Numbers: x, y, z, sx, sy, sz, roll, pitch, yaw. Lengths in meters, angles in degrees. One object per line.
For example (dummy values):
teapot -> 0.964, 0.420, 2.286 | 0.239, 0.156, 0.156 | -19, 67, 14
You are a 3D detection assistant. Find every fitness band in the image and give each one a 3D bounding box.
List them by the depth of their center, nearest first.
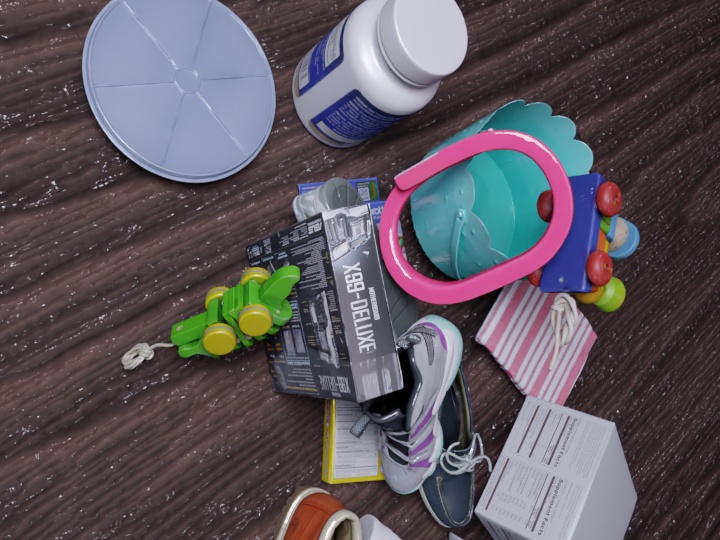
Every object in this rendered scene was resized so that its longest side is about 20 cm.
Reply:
fitness band -> 0.109, -0.051, 0.650 | 0.146, 0.197, 0.037 | 65, 20, -3

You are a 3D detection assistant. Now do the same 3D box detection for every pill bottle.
pill bottle -> 0.018, -0.215, 0.702 | 0.117, 0.199, 0.123 | 4, 82, -31

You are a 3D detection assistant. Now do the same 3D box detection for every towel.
towel -> 0.236, 0.090, 0.882 | 0.200, 0.030, 0.148 | 46, 67, -27

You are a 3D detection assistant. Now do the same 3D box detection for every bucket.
bucket -> 0.164, -0.080, 0.769 | 0.203, 0.134, 0.213 | 4, 82, -30

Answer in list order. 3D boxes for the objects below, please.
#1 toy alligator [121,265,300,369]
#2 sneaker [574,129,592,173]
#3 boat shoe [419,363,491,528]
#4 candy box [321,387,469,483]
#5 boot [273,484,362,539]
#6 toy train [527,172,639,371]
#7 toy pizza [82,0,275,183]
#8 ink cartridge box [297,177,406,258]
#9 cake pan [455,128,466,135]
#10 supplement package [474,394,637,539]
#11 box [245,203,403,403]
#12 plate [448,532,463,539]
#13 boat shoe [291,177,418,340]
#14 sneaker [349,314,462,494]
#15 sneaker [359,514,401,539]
toy alligator -> -0.130, 0.056, 0.616 | 0.054, 0.197, 0.060 | 51, 18, -38
sneaker -> 0.304, -0.128, 0.940 | 0.200, 0.074, 0.116 | 45, 34, -43
boat shoe -> 0.105, 0.197, 0.753 | 0.073, 0.061, 0.206 | -5, 90, -36
candy box -> 0.046, 0.187, 0.769 | 0.196, 0.026, 0.105 | 7, 79, -31
boot -> -0.058, 0.320, 0.641 | 0.074, 0.106, 0.204 | 26, 72, -27
toy train -> 0.233, 0.016, 0.680 | 0.114, 0.084, 0.205 | 25, 71, -40
toy pizza -> -0.180, -0.188, 0.674 | 0.196, 0.031, 0.206 | 5, 80, -31
ink cartridge box -> -0.001, -0.006, 0.758 | 0.117, 0.042, 0.206 | -9, 87, -33
cake pan -> 0.166, -0.087, 0.873 | 0.196, 0.036, 0.206 | 5, 82, -32
supplement package -> 0.241, 0.279, 0.788 | 0.157, 0.109, 0.201 | -56, 137, -24
box -> -0.043, 0.036, 0.631 | 0.049, 0.199, 0.162 | -11, 88, -29
plate -> 0.205, 0.394, 0.747 | 0.199, 0.199, 0.033 | 39, 82, -22
boat shoe -> -0.001, 0.000, 0.706 | 0.204, 0.064, 0.075 | 58, 42, -20
sneaker -> 0.031, 0.150, 0.657 | 0.139, 0.076, 0.205 | -16, 119, -56
sneaker -> 0.009, 0.381, 0.693 | 0.115, 0.073, 0.202 | 38, 64, -18
